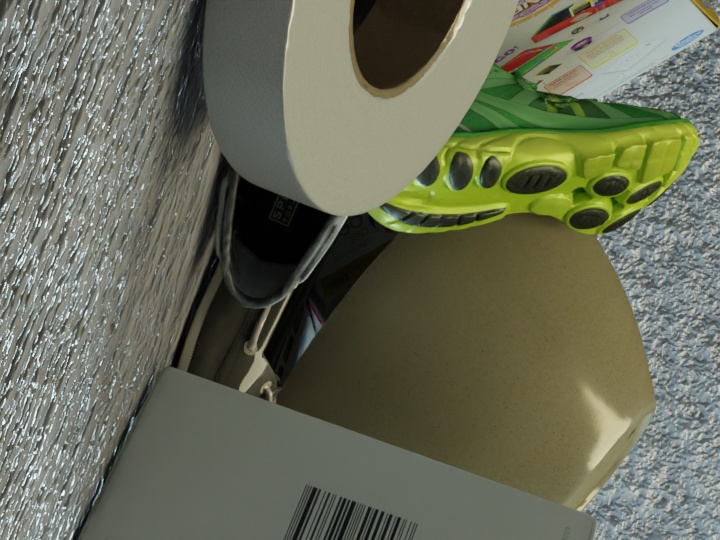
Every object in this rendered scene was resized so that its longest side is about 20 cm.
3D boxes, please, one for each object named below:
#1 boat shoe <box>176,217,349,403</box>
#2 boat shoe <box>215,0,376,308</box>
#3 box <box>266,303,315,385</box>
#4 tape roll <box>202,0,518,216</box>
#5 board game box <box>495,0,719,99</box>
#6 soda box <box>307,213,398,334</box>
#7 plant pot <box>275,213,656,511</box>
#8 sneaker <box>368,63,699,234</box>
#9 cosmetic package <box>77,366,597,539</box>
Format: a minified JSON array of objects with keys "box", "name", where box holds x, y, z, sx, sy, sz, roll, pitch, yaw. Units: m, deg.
[{"box":[-0.041,0.016,1.286,0.067,0.057,0.201,84,25,-82],"name":"boat shoe"},{"box":[-0.017,-0.069,1.173,0.068,0.071,0.201,-69,-177,-52],"name":"boat shoe"},{"box":[-0.061,0.070,1.421,0.200,0.041,0.120,74,35,-80],"name":"box"},{"box":[0.010,-0.120,1.044,0.203,0.037,0.204,-48,149,-41],"name":"tape roll"},{"box":[0.077,-0.118,1.358,0.152,0.040,0.200,-30,162,13],"name":"board game box"},{"box":[0.000,0.000,1.477,0.068,0.064,0.200,-30,165,-5],"name":"soda box"},{"box":[0.063,0.060,1.374,0.200,0.134,0.200,-47,168,-13],"name":"plant pot"},{"box":[0.076,-0.065,1.296,0.074,0.199,0.084,-51,-127,38],"name":"sneaker"},{"box":[-0.025,0.177,1.220,0.123,0.198,0.201,-66,174,-49],"name":"cosmetic package"}]
